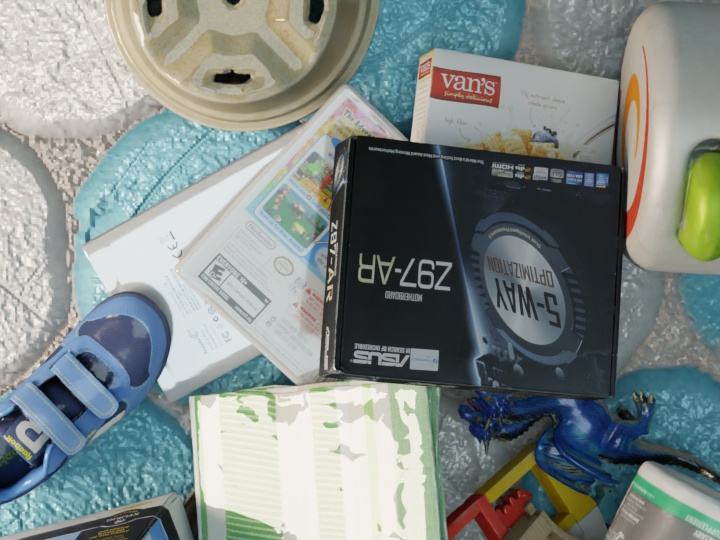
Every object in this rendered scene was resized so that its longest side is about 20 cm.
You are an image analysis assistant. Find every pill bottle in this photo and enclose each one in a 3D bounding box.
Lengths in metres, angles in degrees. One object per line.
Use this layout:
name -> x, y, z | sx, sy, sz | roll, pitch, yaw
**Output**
pill bottle -> 0.201, 0.243, 1.371 | 0.113, 0.113, 0.201 | 25, 93, -6

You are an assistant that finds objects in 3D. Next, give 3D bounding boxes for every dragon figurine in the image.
dragon figurine -> 0.163, 0.125, 1.437 | 0.200, 0.059, 0.100 | 38, 66, -6

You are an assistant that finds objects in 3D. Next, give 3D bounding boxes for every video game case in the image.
video game case -> 0.000, 0.000, 1.422 | 0.200, 0.024, 0.182 | 43, 91, -10

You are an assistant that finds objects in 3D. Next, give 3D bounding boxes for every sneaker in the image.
sneaker -> -0.213, 0.099, 1.422 | 0.074, 0.082, 0.200 | 44, 103, -1

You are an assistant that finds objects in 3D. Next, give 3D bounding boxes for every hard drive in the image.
hard drive -> -0.083, -0.009, 1.445 | 0.199, 0.025, 0.132 | -28, 99, 3

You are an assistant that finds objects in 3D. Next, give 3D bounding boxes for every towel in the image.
towel -> -0.031, 0.152, 1.397 | 0.199, 0.023, 0.154 | -7, 83, 28

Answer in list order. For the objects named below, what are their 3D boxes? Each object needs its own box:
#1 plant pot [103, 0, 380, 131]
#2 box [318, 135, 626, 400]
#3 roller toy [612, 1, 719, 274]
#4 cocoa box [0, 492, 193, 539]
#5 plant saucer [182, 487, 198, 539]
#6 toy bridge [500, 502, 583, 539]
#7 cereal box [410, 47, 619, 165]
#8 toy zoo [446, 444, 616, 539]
plant pot -> -0.083, -0.185, 1.336 | 0.199, 0.184, 0.202 | 0, 100, -1
box -> 0.076, 0.000, 1.343 | 0.199, 0.044, 0.161 | 7, 82, -14
roller toy -> 0.253, -0.091, 1.362 | 0.139, 0.183, 0.201 | 3, 77, -2
cocoa box -> -0.216, 0.259, 1.415 | 0.199, 0.131, 0.134 | -15, 100, 13
plant saucer -> -0.051, 0.227, 1.483 | 0.199, 0.032, 0.202 | 0, 99, -2
toy bridge -> 0.181, 0.245, 1.452 | 0.067, 0.027, 0.200 | -44, 104, -27
cereal box -> 0.102, -0.046, 1.398 | 0.143, 0.040, 0.201 | 8, 84, -16
toy zoo -> 0.114, 0.220, 1.448 | 0.200, 0.020, 0.132 | -39, 102, -25
